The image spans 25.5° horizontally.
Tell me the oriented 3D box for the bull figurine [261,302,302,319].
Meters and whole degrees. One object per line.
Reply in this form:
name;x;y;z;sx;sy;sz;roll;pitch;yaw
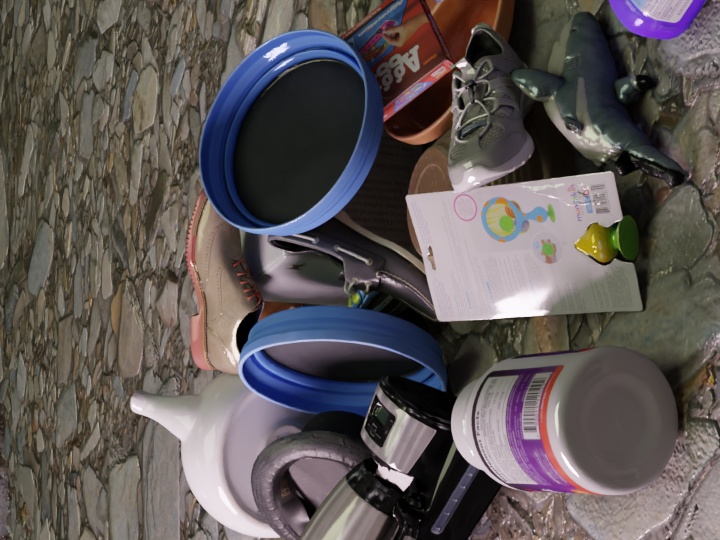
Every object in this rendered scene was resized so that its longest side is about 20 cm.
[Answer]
bull figurine;-0.101;0.073;1.880;0.121;0.065;0.200;-46;27;8

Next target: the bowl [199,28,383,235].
bowl;-0.064;-0.126;1.488;0.200;0.039;0.202;-15;64;33

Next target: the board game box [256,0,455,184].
board game box;-0.008;-0.174;1.502;0.200;0.019;0.103;-36;57;22

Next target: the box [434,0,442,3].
box;0.111;-0.343;1.458;0.201;0.041;0.119;-68;26;20

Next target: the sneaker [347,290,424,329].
sneaker;0.021;0.065;1.614;0.200;0.082;0.071;105;180;-58

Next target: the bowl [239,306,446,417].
bowl;-0.017;0.089;1.528;0.201;0.200;0.040;137;143;-57

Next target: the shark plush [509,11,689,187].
shark plush;0.194;-0.134;1.263;0.083;0.091;0.200;-45;31;12

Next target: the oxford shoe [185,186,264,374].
oxford shoe;-0.125;0.008;1.582;0.074;0.070;0.201;11;115;30

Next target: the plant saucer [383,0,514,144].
plant saucer;0.084;-0.212;1.504;0.200;0.032;0.201;-41;38;43

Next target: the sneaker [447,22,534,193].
sneaker;0.096;-0.135;1.320;0.074;0.082;0.200;-23;27;22

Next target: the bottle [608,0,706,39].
bottle;0.248;-0.262;1.150;0.200;0.065;0.084;119;146;-45

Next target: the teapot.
teapot;-0.109;0.184;1.677;0.146;0.197;0.201;1;114;57

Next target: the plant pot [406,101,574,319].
plant pot;0.102;-0.059;1.424;0.201;0.092;0.202;-176;90;-67

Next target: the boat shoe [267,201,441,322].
boat shoe;0.000;0.000;1.488;0.200;0.063;0.073;34;160;18

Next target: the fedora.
fedora;-0.010;0.209;1.582;0.092;0.200;0.201;-71;7;-46

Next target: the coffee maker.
coffee maker;0.051;0.212;1.445;0.135;0.192;0.201;38;102;37

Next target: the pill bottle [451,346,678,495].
pill bottle;0.153;0.121;1.264;0.200;0.111;0.112;167;105;-66

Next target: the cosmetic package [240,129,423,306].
cosmetic package;-0.039;-0.081;1.653;0.166;0.167;0.201;147;123;-60

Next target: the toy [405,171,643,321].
toy;0.141;-0.022;1.312;0.199;0.047;0.116;-3;108;41
